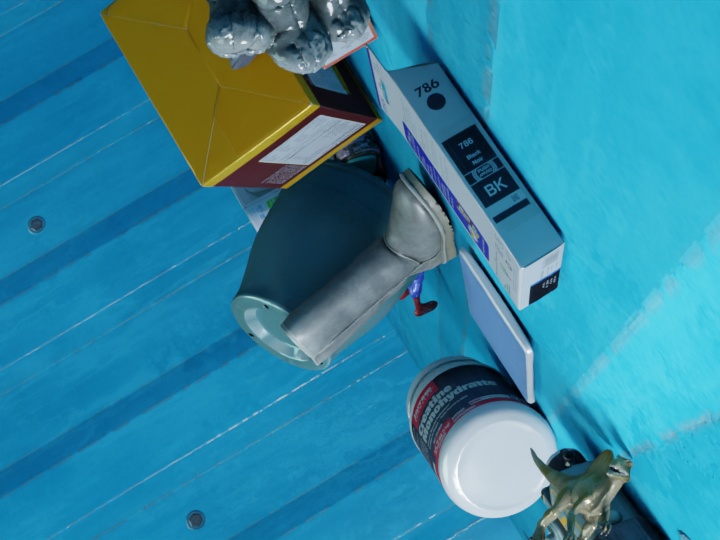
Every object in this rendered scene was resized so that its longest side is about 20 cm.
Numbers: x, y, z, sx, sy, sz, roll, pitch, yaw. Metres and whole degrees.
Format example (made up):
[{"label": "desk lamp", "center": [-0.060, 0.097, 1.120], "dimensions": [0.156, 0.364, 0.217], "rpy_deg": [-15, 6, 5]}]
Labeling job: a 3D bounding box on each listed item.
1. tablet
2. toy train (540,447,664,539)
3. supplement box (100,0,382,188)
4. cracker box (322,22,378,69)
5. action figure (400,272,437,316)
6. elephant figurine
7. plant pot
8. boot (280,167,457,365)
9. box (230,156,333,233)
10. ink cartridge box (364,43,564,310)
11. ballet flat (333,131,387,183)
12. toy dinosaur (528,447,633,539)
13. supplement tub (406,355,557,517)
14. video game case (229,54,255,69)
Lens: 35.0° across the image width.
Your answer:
[{"label": "tablet", "center": [0.144, 0.060, 1.183], "dimensions": [0.130, 0.014, 0.200], "rpy_deg": [58, 176, 22]}, {"label": "toy train", "center": [0.231, 0.252, 1.063], "dimensions": [0.200, 0.085, 0.114], "rpy_deg": [-120, 14, -55]}, {"label": "supplement box", "center": [-0.110, -0.198, 1.122], "dimensions": [0.197, 0.133, 0.200], "rpy_deg": [59, -162, 8]}, {"label": "cracker box", "center": [-0.068, -0.278, 0.944], "dimensions": [0.200, 0.058, 0.134], "rpy_deg": [61, 177, -29]}, {"label": "action figure", "center": [0.061, -0.021, 1.439], "dimensions": [0.065, 0.052, 0.200], "rpy_deg": [51, 168, 34]}, {"label": "elephant figurine", "center": [-0.041, -0.219, 0.676], "dimensions": [0.200, 0.155, 0.142], "rpy_deg": [103, -179, -71]}, {"label": "plant pot", "center": [-0.045, 0.006, 1.330], "dimensions": [0.200, 0.188, 0.200], "rpy_deg": [25, 152, 15]}, {"label": "boot", "center": [0.001, 0.001, 1.168], "dimensions": [0.073, 0.200, 0.182], "rpy_deg": [56, 176, 32]}, {"label": "box", "center": [-0.088, -0.134, 1.548], "dimensions": [0.097, 0.176, 0.200], "rpy_deg": [59, 178, 11]}, {"label": "ink cartridge box", "center": [0.073, -0.073, 0.805], "dimensions": [0.200, 0.039, 0.099], "rpy_deg": [57, 177, 18]}, {"label": "ballet flat", "center": [-0.006, -0.133, 1.386], "dimensions": [0.200, 0.069, 0.071], "rpy_deg": [84, 174, -74]}, {"label": "toy dinosaur", "center": [0.194, 0.204, 1.009], "dimensions": [0.058, 0.101, 0.200], "rpy_deg": [27, 166, -7]}, {"label": "supplement tub", "center": [0.138, 0.192, 1.364], "dimensions": [0.140, 0.140, 0.200], "rpy_deg": [60, 177, -20]}, {"label": "video game case", "center": [-0.124, -0.269, 0.931], "dimensions": [0.143, 0.019, 0.200], "rpy_deg": [-162, 54, -78]}]
